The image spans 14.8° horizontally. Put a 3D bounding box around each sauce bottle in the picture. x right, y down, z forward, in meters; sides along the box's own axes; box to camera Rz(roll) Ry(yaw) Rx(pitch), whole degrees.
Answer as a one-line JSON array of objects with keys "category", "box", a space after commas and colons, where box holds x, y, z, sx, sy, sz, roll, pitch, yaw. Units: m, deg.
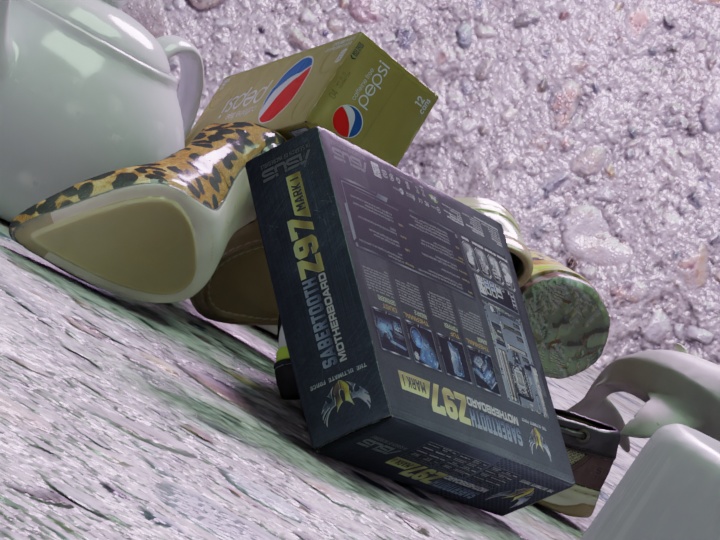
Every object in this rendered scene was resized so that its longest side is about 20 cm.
[{"category": "sauce bottle", "box": [0.100, 0.019, 1.690, 0.065, 0.065, 0.200, 28, 3, -13]}]

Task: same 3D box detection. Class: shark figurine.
[{"category": "shark figurine", "box": [0.176, 0.086, 1.663, 0.089, 0.129, 0.214, -28, 26, -34]}]

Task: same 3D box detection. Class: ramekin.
[{"category": "ramekin", "box": [0.194, 0.153, 1.276, 0.200, 0.098, 0.200, 29, 4, -2]}]

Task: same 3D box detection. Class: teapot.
[{"category": "teapot", "box": [-0.174, -0.102, 1.606, 0.197, 0.147, 0.200, 29, 2, -17]}]

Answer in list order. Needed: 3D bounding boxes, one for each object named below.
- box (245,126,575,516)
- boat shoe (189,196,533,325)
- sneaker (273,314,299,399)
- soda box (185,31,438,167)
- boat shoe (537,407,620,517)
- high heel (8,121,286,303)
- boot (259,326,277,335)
[{"category": "box", "box": [0.027, 0.030, 1.404, 0.200, 0.051, 0.158, 23, 46, -56]}, {"category": "boat shoe", "box": [0.000, 0.000, 1.599, 0.199, 0.073, 0.065, -6, 21, -7]}, {"category": "sneaker", "box": [0.000, 0.025, 1.496, 0.071, 0.083, 0.200, -7, -4, 10]}, {"category": "soda box", "box": [-0.036, -0.085, 1.656, 0.064, 0.068, 0.200, 38, -19, -19]}, {"category": "boat shoe", "box": [0.061, 0.073, 1.634, 0.199, 0.065, 0.072, 30, 3, 9]}, {"category": "high heel", "box": [-0.117, -0.042, 1.521, 0.199, 0.072, 0.143, -2, 26, -29]}, {"category": "boot", "box": [-0.036, -0.003, 1.743, 0.199, 0.091, 0.073, 29, 3, -4]}]
